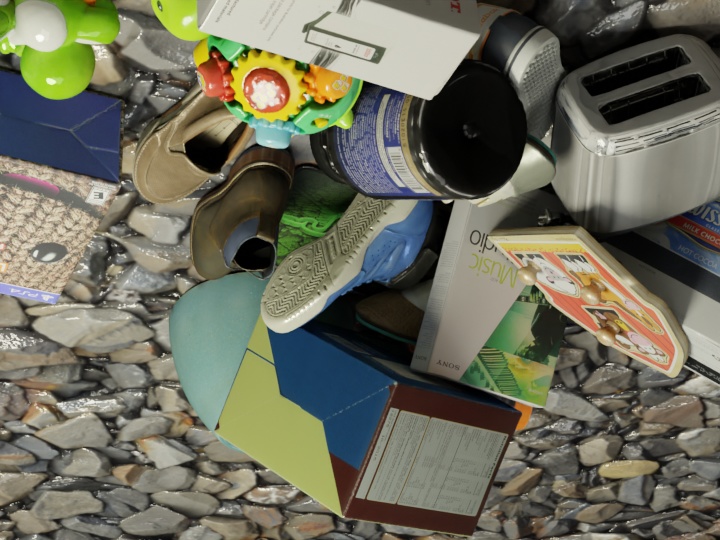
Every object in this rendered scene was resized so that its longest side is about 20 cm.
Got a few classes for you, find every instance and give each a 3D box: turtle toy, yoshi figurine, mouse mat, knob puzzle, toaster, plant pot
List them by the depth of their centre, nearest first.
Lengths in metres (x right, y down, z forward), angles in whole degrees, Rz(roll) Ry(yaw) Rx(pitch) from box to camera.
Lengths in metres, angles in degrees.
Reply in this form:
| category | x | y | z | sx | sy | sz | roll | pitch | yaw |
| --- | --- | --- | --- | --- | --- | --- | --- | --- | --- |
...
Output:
| category | x | y | z | sx | sy | sz | roll | pitch | yaw |
| --- | --- | --- | --- | --- | --- | --- | --- | --- | --- |
| turtle toy | -0.081 | -0.180 | 1.342 | 0.200 | 0.101 | 0.146 | 42 | 124 | -14 |
| yoshi figurine | -0.294 | -0.182 | 1.348 | 0.198 | 0.114 | 0.112 | 2 | 162 | -13 |
| toaster | 0.241 | -0.117 | 1.456 | 0.198 | 0.114 | 0.130 | -18 | 143 | -9 |
| knob puzzle | 0.215 | 0.037 | 1.516 | 0.219 | 0.031 | 0.220 | 36 | 166 | 10 |
| mouse mat | -0.014 | -0.035 | 1.670 | 0.198 | 0.008 | 0.161 | 16 | 141 | -28 |
| plant pot | -0.104 | 0.112 | 1.761 | 0.198 | 0.136 | 0.201 | -1 | 147 | -1 |

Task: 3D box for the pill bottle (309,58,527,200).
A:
| category | x | y | z | sx | sy | sz | roll | pitch | yaw |
| --- | --- | --- | --- | --- | --- | --- | --- | --- | --- |
| pill bottle | 0.040 | -0.114 | 1.403 | 0.111 | 0.113 | 0.199 | 19 | 172 | -30 |

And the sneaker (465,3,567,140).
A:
| category | x | y | z | sx | sy | sz | roll | pitch | yaw |
| --- | --- | --- | --- | --- | --- | --- | --- | --- | --- |
| sneaker | 0.127 | -0.167 | 1.431 | 0.079 | 0.079 | 0.200 | 36 | 167 | 17 |

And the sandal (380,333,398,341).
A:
| category | x | y | z | sx | sy | sz | roll | pitch | yaw |
| --- | --- | --- | --- | --- | --- | --- | --- | --- | --- |
| sandal | 0.097 | 0.018 | 1.711 | 0.198 | 0.081 | 0.054 | -17 | 123 | 26 |

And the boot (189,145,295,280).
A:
| category | x | y | z | sx | sy | sz | roll | pitch | yaw |
| --- | --- | --- | --- | --- | --- | --- | --- | --- | --- |
| boot | -0.121 | -0.025 | 1.590 | 0.074 | 0.098 | 0.200 | 15 | 142 | -16 |

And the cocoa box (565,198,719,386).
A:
| category | x | y | z | sx | sy | sz | roll | pitch | yaw |
| --- | --- | --- | --- | --- | --- | --- | --- | --- | --- |
| cocoa box | 0.299 | 0.000 | 1.545 | 0.199 | 0.132 | 0.133 | 31 | 170 | 31 |

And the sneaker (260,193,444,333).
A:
| category | x | y | z | sx | sy | sz | roll | pitch | yaw |
| --- | --- | --- | --- | --- | --- | --- | --- | --- | --- |
| sneaker | 0.001 | 0.001 | 1.594 | 0.200 | 0.077 | 0.111 | -49 | 136 | -7 |

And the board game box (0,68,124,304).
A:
| category | x | y | z | sx | sy | sz | roll | pitch | yaw |
| --- | --- | --- | --- | --- | --- | --- | --- | --- | --- |
| board game box | -0.317 | -0.075 | 1.500 | 0.158 | 0.098 | 0.200 | 12 | 143 | -22 |

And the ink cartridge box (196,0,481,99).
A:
| category | x | y | z | sx | sy | sz | roll | pitch | yaw |
| --- | --- | --- | --- | --- | --- | --- | --- | --- | --- |
| ink cartridge box | -0.018 | -0.229 | 1.256 | 0.198 | 0.147 | 0.084 | 13 | 141 | -24 |

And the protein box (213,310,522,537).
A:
| category | x | y | z | sx | sy | sz | roll | pitch | yaw |
| --- | --- | --- | --- | --- | --- | --- | --- | --- | --- |
| protein box | 0.008 | 0.147 | 1.624 | 0.198 | 0.136 | 0.199 | 27 | -174 | 42 |

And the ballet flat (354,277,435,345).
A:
| category | x | y | z | sx | sy | sz | roll | pitch | yaw |
| --- | --- | --- | --- | --- | --- | --- | --- | --- | --- |
| ballet flat | 0.094 | 0.048 | 1.641 | 0.198 | 0.068 | 0.073 | 23 | 110 | -15 |

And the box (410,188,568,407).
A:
| category | x | y | z | sx | sy | sz | roll | pitch | yaw |
| --- | --- | --- | --- | --- | --- | --- | --- | --- | --- |
| box | 0.138 | 0.017 | 1.604 | 0.143 | 0.202 | 0.036 | 17 | 176 | -29 |

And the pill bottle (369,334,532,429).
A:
| category | x | y | z | sx | sy | sz | roll | pitch | yaw |
| --- | --- | --- | --- | --- | --- | --- | --- | --- | --- |
| pill bottle | 0.088 | 0.131 | 1.836 | 0.198 | 0.107 | 0.107 | 6 | 145 | -15 |

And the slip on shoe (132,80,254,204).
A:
| category | x | y | z | sx | sy | sz | roll | pitch | yaw |
| --- | --- | --- | --- | --- | --- | --- | --- | --- | --- |
| slip on shoe | -0.145 | -0.109 | 1.498 | 0.076 | 0.061 | 0.200 | 19 | 140 | -30 |

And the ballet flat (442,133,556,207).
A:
| category | x | y | z | sx | sy | sz | roll | pitch | yaw |
| --- | --- | --- | --- | --- | --- | --- | --- | --- | --- |
| ballet flat | 0.103 | -0.083 | 1.469 | 0.067 | 0.064 | 0.200 | 44 | 167 | -21 |
